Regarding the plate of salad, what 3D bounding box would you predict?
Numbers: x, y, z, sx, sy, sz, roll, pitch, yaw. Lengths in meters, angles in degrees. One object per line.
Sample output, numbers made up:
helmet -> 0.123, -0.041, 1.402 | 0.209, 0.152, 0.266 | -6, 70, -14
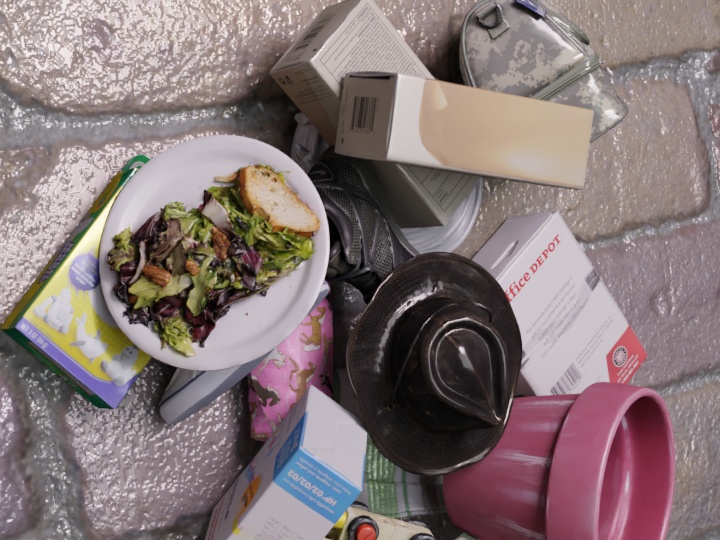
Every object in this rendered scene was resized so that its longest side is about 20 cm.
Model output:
plate of salad -> -0.124, -0.019, 1.094 | 0.197, 0.048, 0.203 | -2, 75, 8

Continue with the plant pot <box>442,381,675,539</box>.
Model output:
plant pot -> 0.184, 0.201, 1.274 | 0.199, 0.177, 0.204 | -14, 107, -55

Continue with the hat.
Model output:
hat -> 0.087, 0.087, 1.161 | 0.198, 0.081, 0.204 | -4, 98, -31

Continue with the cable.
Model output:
cable -> 0.027, -0.098, 1.298 | 0.199, 0.069, 0.202 | -35, 107, -29

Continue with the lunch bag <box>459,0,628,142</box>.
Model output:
lunch bag -> 0.164, -0.191, 1.311 | 0.138, 0.200, 0.169 | -34, 94, 9

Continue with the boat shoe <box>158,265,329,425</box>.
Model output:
boat shoe -> -0.121, 0.046, 1.156 | 0.086, 0.202, 0.074 | 51, 27, 10

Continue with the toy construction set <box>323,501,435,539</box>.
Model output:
toy construction set -> 0.002, 0.286, 1.242 | 0.198, 0.092, 0.133 | 16, 100, -32

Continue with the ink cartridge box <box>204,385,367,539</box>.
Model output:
ink cartridge box -> -0.078, 0.213, 1.148 | 0.067, 0.115, 0.201 | 34, 109, -10

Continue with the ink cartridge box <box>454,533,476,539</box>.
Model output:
ink cartridge box -> 0.164, 0.354, 1.265 | 0.048, 0.199, 0.147 | -34, 133, -31

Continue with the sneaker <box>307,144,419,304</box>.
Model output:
sneaker -> 0.000, 0.000, 1.187 | 0.114, 0.075, 0.201 | -51, 122, -43

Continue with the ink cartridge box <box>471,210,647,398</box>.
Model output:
ink cartridge box -> 0.188, 0.061, 1.387 | 0.147, 0.082, 0.201 | -45, 112, -26

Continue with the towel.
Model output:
towel -> 0.042, 0.171, 1.318 | 0.197, 0.031, 0.152 | 2, 88, -33

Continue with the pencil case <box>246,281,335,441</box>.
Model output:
pencil case -> -0.063, 0.061, 1.227 | 0.083, 0.085, 0.204 | 3, 85, -69

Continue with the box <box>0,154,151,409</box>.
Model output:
box -> -0.204, 0.006, 1.157 | 0.117, 0.048, 0.201 | 42, 65, -23

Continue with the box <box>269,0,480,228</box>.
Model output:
box -> 0.022, -0.140, 1.208 | 0.201, 0.077, 0.095 | 50, 65, -22

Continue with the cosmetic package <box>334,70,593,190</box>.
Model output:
cosmetic package -> 0.089, -0.119, 1.138 | 0.197, 0.105, 0.072 | 6, 95, -29
